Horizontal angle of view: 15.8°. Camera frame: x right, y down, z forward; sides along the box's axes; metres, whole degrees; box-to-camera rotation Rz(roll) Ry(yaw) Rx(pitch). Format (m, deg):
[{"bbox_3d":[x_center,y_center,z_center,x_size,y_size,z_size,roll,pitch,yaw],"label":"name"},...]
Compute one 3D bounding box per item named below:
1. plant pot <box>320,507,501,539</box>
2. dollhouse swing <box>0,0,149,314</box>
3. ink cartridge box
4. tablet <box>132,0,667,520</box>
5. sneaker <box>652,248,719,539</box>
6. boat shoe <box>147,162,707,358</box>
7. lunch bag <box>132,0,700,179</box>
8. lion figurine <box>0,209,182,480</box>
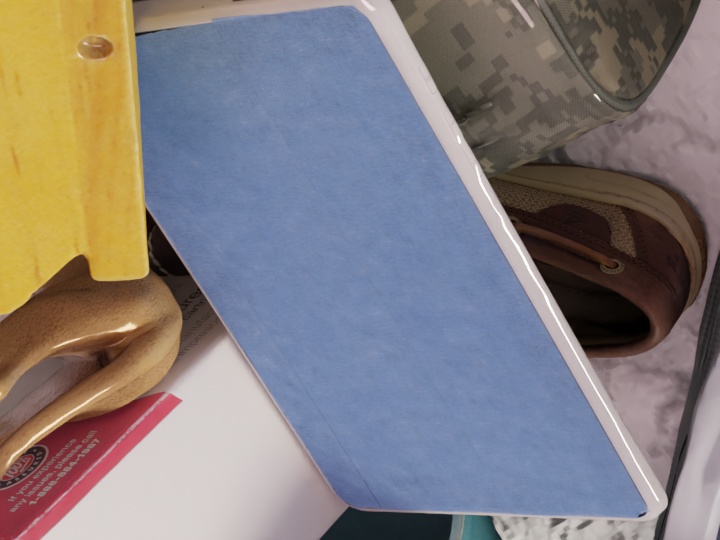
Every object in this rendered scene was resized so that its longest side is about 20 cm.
[{"bbox_3d":[-0.005,0.176,0.914,0.199,0.200,0.188,-19,125,27],"label":"plant pot"},{"bbox_3d":[-0.164,-0.107,0.690,0.199,0.176,0.182,-5,142,-4],"label":"dollhouse swing"},{"bbox_3d":[-0.117,0.075,0.877,0.200,0.145,0.085,-2,122,44],"label":"ink cartridge box"},{"bbox_3d":[0.000,0.000,0.759,0.130,0.014,0.200,-2,131,41],"label":"tablet"},{"bbox_3d":[0.145,0.039,0.852,0.071,0.073,0.201,11,131,3],"label":"sneaker"},{"bbox_3d":[0.012,-0.001,0.867,0.199,0.072,0.072,8,120,15],"label":"boat shoe"},{"bbox_3d":[-0.014,-0.108,0.780,0.167,0.139,0.200,-22,110,33],"label":"lunch bag"},{"bbox_3d":[-0.097,0.004,0.825,0.122,0.200,0.073,-21,131,-10],"label":"lion figurine"}]
